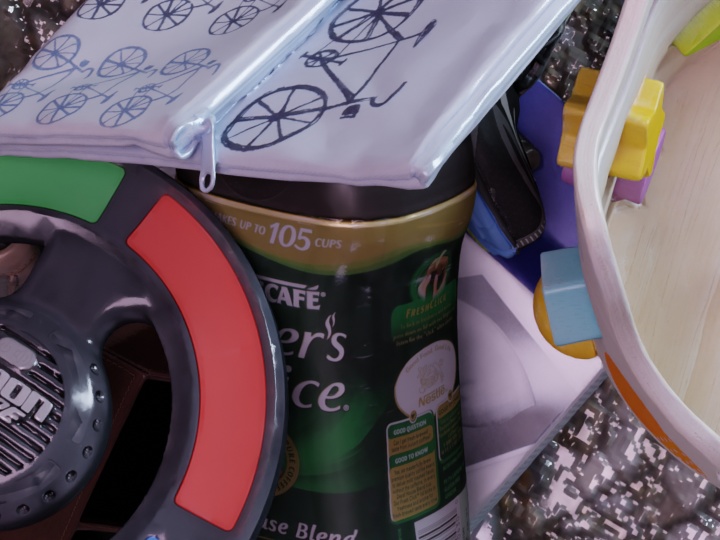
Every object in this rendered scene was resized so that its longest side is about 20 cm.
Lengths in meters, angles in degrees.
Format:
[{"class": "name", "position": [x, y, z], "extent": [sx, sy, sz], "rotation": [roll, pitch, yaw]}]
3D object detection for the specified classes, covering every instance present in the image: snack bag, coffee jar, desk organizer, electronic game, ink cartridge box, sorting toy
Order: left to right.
[{"class": "electronic game", "position": [-0.123, 0.048, 1.009], "extent": [0.199, 0.042, 0.201], "rotation": [-2, 72, 5]}, {"class": "desk organizer", "position": [-0.106, 0.120, 1.141], "extent": [0.077, 0.072, 0.201], "rotation": [27, 104, 9]}, {"class": "coffee jar", "position": [-0.013, 0.025, 1.069], "extent": [0.104, 0.085, 0.201], "rotation": [13, 113, 34]}, {"class": "snack bag", "position": [-0.011, -0.091, 1.010], "extent": [0.199, 0.189, 0.021], "rotation": [7, 133, 38]}, {"class": "ink cartridge box", "position": [0.000, 0.000, 1.158], "extent": [0.199, 0.041, 0.200], "rotation": [41, 102, 7]}, {"class": "sorting toy", "position": [0.111, -0.044, 1.036], "extent": [0.106, 0.180, 0.201], "rotation": [18, 81, 18]}]

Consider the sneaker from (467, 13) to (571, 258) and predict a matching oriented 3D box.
[{"class": "sneaker", "position": [0.054, -0.106, 1.110], "extent": [0.082, 0.071, 0.201], "rotation": [-2, 79, 3]}]

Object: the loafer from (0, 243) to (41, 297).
[{"class": "loafer", "position": [-0.211, -0.027, 1.129], "extent": [0.199, 0.063, 0.072], "rotation": [17, 58, 2]}]
